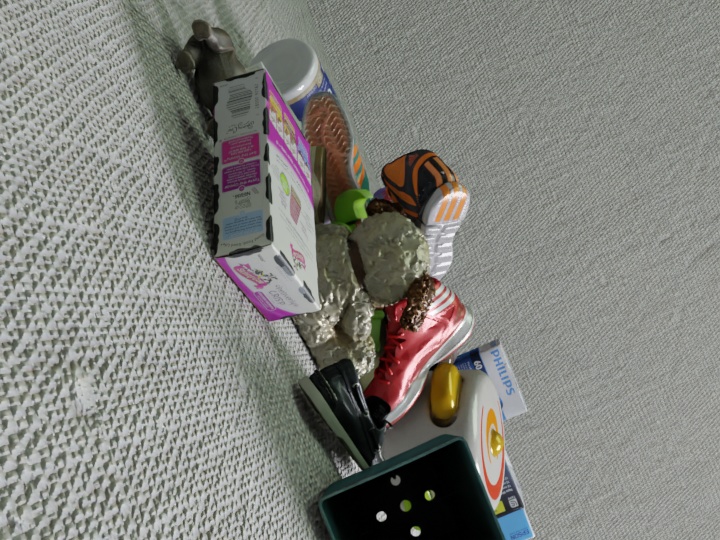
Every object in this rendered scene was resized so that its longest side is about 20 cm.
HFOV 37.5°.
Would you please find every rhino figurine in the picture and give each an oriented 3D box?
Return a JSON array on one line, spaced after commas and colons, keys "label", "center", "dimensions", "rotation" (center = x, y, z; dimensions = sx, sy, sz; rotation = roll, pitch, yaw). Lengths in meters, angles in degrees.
[{"label": "rhino figurine", "center": [-0.139, -0.173, 1.152], "dimensions": [0.088, 0.059, 0.203], "rotation": [-75, 144, -75]}]

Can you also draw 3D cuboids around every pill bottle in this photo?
[{"label": "pill bottle", "center": [-0.084, -0.238, 1.581], "dimensions": [0.201, 0.109, 0.112], "rotation": [58, 11, -54]}]

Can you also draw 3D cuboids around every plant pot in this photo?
[{"label": "plant pot", "center": [0.048, 0.239, 1.006], "dimensions": [0.200, 0.139, 0.144], "rotation": [133, -65, -87]}]

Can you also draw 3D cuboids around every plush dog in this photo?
[{"label": "plush dog", "center": [-0.004, -0.002, 1.186], "dimensions": [0.161, 0.169, 0.203], "rotation": [53, 16, -63]}]

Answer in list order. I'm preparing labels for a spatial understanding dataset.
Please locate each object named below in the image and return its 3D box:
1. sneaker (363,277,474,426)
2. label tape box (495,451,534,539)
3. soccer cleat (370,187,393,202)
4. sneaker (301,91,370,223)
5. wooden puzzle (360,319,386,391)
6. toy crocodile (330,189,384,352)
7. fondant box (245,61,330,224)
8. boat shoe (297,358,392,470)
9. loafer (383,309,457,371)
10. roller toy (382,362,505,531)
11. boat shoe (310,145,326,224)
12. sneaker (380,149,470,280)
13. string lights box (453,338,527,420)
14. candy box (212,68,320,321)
[{"label": "sneaker", "center": [0.037, 0.090, 1.268], "dimensions": [0.116, 0.201, 0.078], "rotation": [46, -10, -32]}, {"label": "label tape box", "center": [0.157, 0.319, 1.561], "dimensions": [0.066, 0.141, 0.203], "rotation": [46, 22, -70]}, {"label": "soccer cleat", "center": [0.046, -0.074, 1.410], "dimensions": [0.201, 0.065, 0.078], "rotation": [-97, 179, -60]}, {"label": "sneaker", "center": [-0.031, -0.138, 1.400], "dimensions": [0.080, 0.070, 0.204], "rotation": [-85, 161, -76]}, {"label": "wooden puzzle", "center": [0.011, 0.093, 1.386], "dimensions": [0.187, 0.037, 0.201], "rotation": [64, 31, -25]}, {"label": "toy crocodile", "center": [0.000, 0.000, 1.303], "dimensions": [0.067, 0.061, 0.204], "rotation": [14, 65, -52]}, {"label": "fondant box", "center": [-0.103, -0.154, 1.390], "dimensions": [0.200, 0.057, 0.146], "rotation": [52, 17, -63]}, {"label": "boat shoe", "center": [0.001, 0.155, 1.113], "dimensions": [0.075, 0.066, 0.200], "rotation": [45, -10, 46]}, {"label": "loafer", "center": [0.072, 0.078, 1.386], "dimensions": [0.201, 0.072, 0.072], "rotation": [53, 39, -35]}, {"label": "roller toy", "center": [0.114, 0.218, 1.350], "dimensions": [0.182, 0.137, 0.204], "rotation": [8, 78, -71]}, {"label": "boat shoe", "center": [-0.075, -0.082, 1.311], "dimensions": [0.201, 0.064, 0.073], "rotation": [93, 0, -58]}, {"label": "sneaker", "center": [0.063, -0.059, 1.279], "dimensions": [0.113, 0.076, 0.202], "rotation": [58, -42, 35]}, {"label": "string lights box", "center": [0.126, 0.185, 1.507], "dimensions": [0.059, 0.197, 0.104], "rotation": [-40, 107, -83]}, {"label": "candy box", "center": [-0.092, -0.072, 1.035], "dimensions": [0.137, 0.060, 0.203], "rotation": [58, 23, -57]}]
